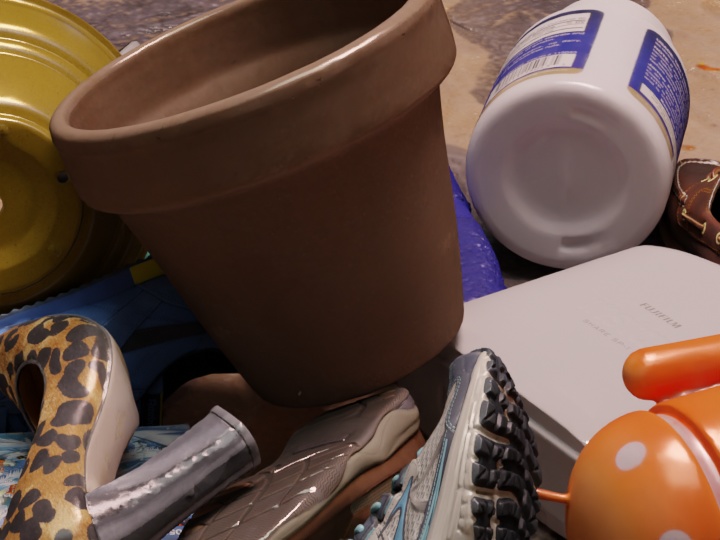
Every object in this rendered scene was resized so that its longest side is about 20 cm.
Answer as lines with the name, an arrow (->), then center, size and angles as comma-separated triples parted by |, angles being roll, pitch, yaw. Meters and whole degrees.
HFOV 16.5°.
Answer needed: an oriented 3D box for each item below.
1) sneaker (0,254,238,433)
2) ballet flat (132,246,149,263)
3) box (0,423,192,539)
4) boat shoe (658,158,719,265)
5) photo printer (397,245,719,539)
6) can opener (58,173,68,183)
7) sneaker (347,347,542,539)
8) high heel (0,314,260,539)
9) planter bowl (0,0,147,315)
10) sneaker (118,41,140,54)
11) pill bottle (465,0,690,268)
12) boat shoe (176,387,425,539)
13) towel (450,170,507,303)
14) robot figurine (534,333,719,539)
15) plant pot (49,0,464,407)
sneaker -> -0.149, 0.057, 1.261 | 0.200, 0.066, 0.079 | -22, 73, -16
ballet flat -> -0.161, -0.021, 1.411 | 0.070, 0.067, 0.200 | -30, 36, -19
box -> -0.172, 0.127, 1.154 | 0.200, 0.040, 0.137 | -2, 28, -8
boat shoe -> 0.220, -0.025, 1.429 | 0.070, 0.070, 0.200 | -4, 27, -8
photo printer -> 0.145, 0.056, 1.271 | 0.200, 0.070, 0.166 | -17, 33, -30
can opener -> -0.100, -0.058, 1.391 | 0.200, 0.053, 0.067 | 4, -6, -14
sneaker -> 0.021, 0.122, 1.066 | 0.086, 0.078, 0.200 | -1, 59, 24
high heel -> -0.157, 0.088, 1.129 | 0.143, 0.071, 0.200 | -36, 35, -27
planter bowl -> -0.191, -0.040, 1.264 | 0.200, 0.201, 0.083 | -6, 14, -14
sneaker -> -0.149, -0.088, 1.551 | 0.073, 0.085, 0.200 | -38, 11, 8
pill bottle -> 0.137, -0.093, 1.495 | 0.120, 0.120, 0.200 | 7, 26, 11
boat shoe -> -0.016, 0.118, 1.131 | 0.076, 0.072, 0.200 | -16, 10, 32
towel -> 0.000, 0.000, 1.400 | 0.147, 0.050, 0.200 | -10, 30, -8
robot figurine -> 0.180, 0.108, 1.124 | 0.200, 0.144, 0.117 | -15, 16, -17
plant pot -> -0.028, -0.034, 1.219 | 0.200, 0.175, 0.200 | -20, 20, 8
